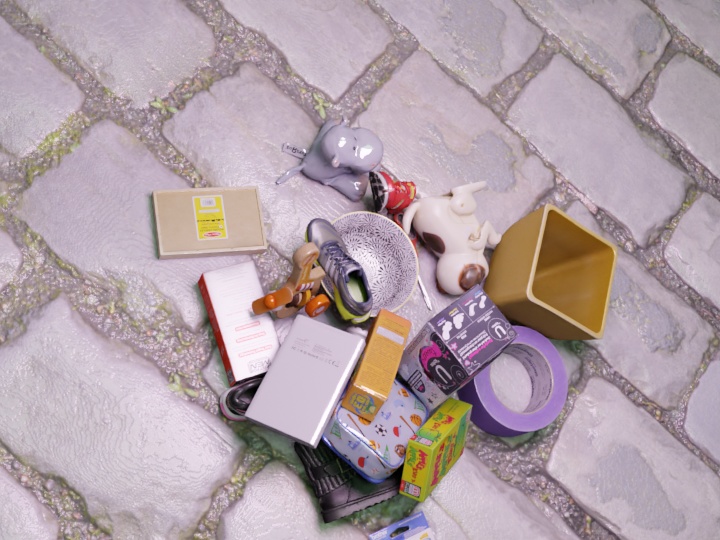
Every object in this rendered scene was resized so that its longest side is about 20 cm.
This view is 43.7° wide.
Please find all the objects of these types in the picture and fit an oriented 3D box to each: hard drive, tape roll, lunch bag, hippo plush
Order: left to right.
[{"bbox_3d":[-0.091,0.183,1.505,0.131,0.026,0.201,19,65,17],"label":"hard drive"},{"bbox_3d":[-0.036,-0.240,1.705,0.198,0.161,0.161,13,69,-14],"label":"hippo plush"},{"bbox_3d":[0.023,0.257,1.549,0.160,0.076,0.200,38,34,2],"label":"lunch bag"},{"bbox_3d":[0.289,0.213,1.715,0.197,0.085,0.203,5,72,-16],"label":"tape roll"}]

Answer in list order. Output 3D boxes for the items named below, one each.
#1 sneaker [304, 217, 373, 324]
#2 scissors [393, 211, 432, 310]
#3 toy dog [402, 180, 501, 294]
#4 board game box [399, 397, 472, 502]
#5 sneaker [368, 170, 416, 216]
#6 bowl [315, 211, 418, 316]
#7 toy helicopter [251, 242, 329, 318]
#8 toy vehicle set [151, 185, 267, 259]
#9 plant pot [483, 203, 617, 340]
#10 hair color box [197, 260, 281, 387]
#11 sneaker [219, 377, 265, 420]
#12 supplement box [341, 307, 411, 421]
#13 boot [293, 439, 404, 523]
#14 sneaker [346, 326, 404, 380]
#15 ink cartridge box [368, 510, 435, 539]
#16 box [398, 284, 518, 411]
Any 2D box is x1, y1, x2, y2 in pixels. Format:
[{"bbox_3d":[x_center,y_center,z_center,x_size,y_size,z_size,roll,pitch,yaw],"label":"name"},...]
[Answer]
[{"bbox_3d":[-0.030,-0.008,1.574,0.073,0.081,0.201,-28,83,-24],"label":"sneaker"},{"bbox_3d":[0.111,-0.023,1.766,0.073,0.014,0.201,-29,83,-26],"label":"scissors"},{"bbox_3d":[0.185,-0.054,1.729,0.193,0.139,0.202,-17,90,-41],"label":"toy dog"},{"bbox_3d":[0.134,0.309,1.566,0.047,0.103,0.200,17,20,22],"label":"board game box"},{"bbox_3d":[0.063,-0.151,1.686,0.084,0.200,0.078,-13,86,2],"label":"sneaker"},{"bbox_3d":[0.000,0.000,1.677,0.198,0.094,0.203,6,71,-18],"label":"bowl"},{"bbox_3d":[-0.114,0.020,1.528,0.131,0.201,0.079,-26,66,-28],"label":"toy helicopter"},{"bbox_3d":[-0.277,-0.089,1.648,0.198,0.027,0.126,-4,75,-20],"label":"toy vehicle set"},{"bbox_3d":[0.341,0.020,1.720,0.194,0.199,0.196,28,65,-25],"label":"plant pot"},{"bbox_3d":[-0.211,0.094,1.594,0.100,0.061,0.202,-14,77,-23],"label":"hair color box"},{"bbox_3d":[-0.141,0.218,1.564,0.198,0.086,0.081,-14,80,-23],"label":"sneaker"},{"bbox_3d":[0.030,0.158,1.539,0.068,0.067,0.201,25,40,-4],"label":"supplement box"},{"bbox_3d":[-0.001,0.335,1.579,0.209,0.079,0.159,-15,76,-24],"label":"boot"},{"bbox_3d":[0.050,0.179,1.661,0.198,0.075,0.083,27,82,-3],"label":"sneaker"},{"bbox_3d":[0.093,0.538,1.568,0.118,0.042,0.202,-18,82,-23],"label":"ink cartridge box"},{"bbox_3d":[0.160,0.139,1.544,0.132,0.200,0.115,-34,77,-28],"label":"box"}]
